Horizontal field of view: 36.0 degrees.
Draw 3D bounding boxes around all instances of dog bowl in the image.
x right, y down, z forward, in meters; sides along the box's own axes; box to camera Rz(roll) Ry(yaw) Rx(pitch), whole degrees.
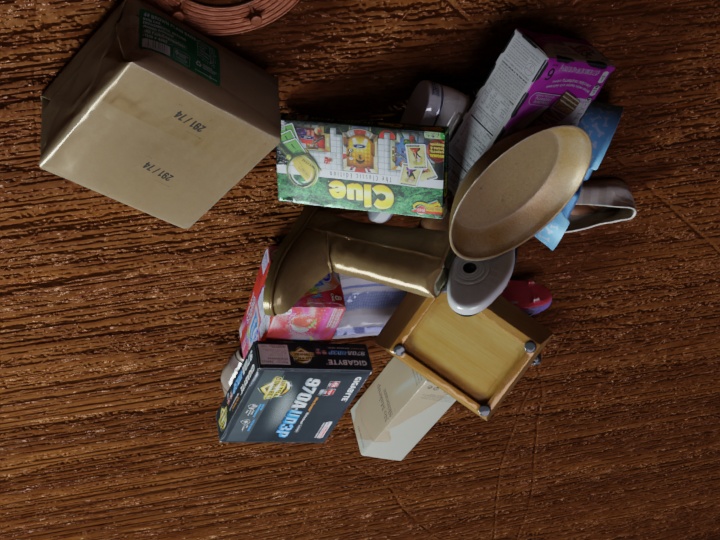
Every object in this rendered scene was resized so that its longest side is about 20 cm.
[{"bbox_3d":[0.259,-0.121,1.372,0.049,0.112,0.201,24,120,4],"label":"dog bowl"}]

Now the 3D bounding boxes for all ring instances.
[{"bbox_3d":[-0.135,-0.313,1.101,0.199,0.019,0.201,-9,139,-8],"label":"ring"}]

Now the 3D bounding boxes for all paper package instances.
[{"bbox_3d":[-0.212,-0.160,1.177,0.200,0.104,0.190,24,131,-37],"label":"paper package"}]

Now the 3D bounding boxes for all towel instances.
[{"bbox_3d":[0.014,0.026,1.538,0.146,0.024,0.200,-3,138,-16],"label":"towel"}]

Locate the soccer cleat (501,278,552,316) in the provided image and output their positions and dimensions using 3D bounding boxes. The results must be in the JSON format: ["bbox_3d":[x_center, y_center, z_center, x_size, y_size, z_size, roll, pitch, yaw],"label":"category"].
[{"bbox_3d":[0.177,0.063,1.597,0.199,0.067,0.077,-11,129,1],"label":"soccer cleat"}]

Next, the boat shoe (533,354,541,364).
[{"bbox_3d":[0.187,0.133,1.644,0.199,0.068,0.073,-8,178,-37],"label":"boat shoe"}]

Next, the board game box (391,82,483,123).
[{"bbox_3d":[0.122,-0.169,1.348,0.199,0.024,0.105,-22,137,8],"label":"board game box"}]

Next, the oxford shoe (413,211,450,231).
[{"bbox_3d":[0.152,-0.030,1.489,0.200,0.071,0.071,30,99,-46],"label":"oxford shoe"}]

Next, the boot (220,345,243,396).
[{"bbox_3d":[-0.107,0.166,1.625,0.199,0.070,0.147,0,136,-18],"label":"boot"}]

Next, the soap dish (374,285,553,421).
[{"bbox_3d":[0.142,0.097,1.525,0.200,0.081,0.158,35,102,-5],"label":"soap dish"}]

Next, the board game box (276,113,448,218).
[{"bbox_3d":[0.000,-0.120,1.263,0.199,0.023,0.105,6,121,15],"label":"board game box"}]

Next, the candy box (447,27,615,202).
[{"bbox_3d":[0.185,-0.172,1.271,0.136,0.061,0.200,-5,136,-45],"label":"candy box"}]

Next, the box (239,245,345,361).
[{"bbox_3d":[-0.094,0.066,1.476,0.095,0.100,0.200,1,143,-19],"label":"box"}]

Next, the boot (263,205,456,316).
[{"bbox_3d":[0.000,0.000,1.335,0.199,0.176,0.066,14,147,16],"label":"boot"}]

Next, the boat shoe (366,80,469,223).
[{"bbox_3d":[0.069,-0.133,1.309,0.070,0.071,0.200,9,127,-22],"label":"boat shoe"}]

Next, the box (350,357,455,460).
[{"bbox_3d":[0.071,0.198,1.701,0.077,0.095,0.200,12,131,-29],"label":"box"}]

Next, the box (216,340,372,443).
[{"bbox_3d":[-0.093,0.166,1.489,0.158,0.046,0.200,4,143,-23],"label":"box"}]

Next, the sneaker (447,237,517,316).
[{"bbox_3d":[0.162,0.002,1.388,0.073,0.200,0.112,14,143,17],"label":"sneaker"}]

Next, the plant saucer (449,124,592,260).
[{"bbox_3d":[0.175,-0.096,1.264,0.200,0.035,0.201,-27,147,-19],"label":"plant saucer"}]

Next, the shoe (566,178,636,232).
[{"bbox_3d":[0.272,-0.085,1.471,0.199,0.054,0.070,-6,139,-11],"label":"shoe"}]
